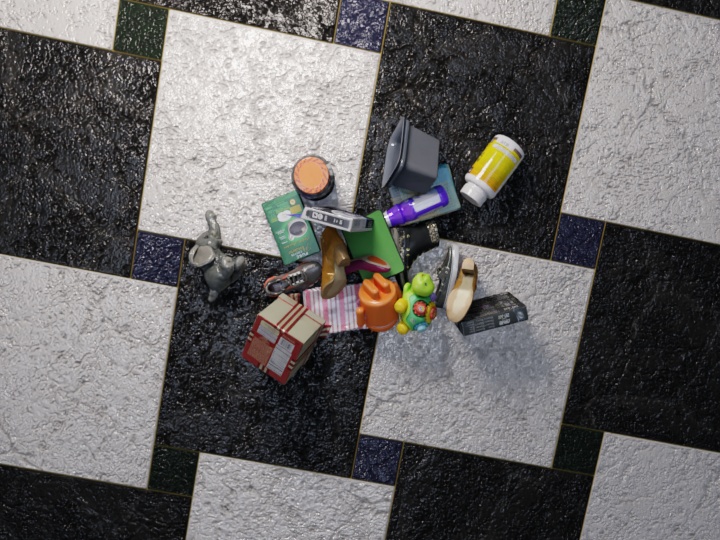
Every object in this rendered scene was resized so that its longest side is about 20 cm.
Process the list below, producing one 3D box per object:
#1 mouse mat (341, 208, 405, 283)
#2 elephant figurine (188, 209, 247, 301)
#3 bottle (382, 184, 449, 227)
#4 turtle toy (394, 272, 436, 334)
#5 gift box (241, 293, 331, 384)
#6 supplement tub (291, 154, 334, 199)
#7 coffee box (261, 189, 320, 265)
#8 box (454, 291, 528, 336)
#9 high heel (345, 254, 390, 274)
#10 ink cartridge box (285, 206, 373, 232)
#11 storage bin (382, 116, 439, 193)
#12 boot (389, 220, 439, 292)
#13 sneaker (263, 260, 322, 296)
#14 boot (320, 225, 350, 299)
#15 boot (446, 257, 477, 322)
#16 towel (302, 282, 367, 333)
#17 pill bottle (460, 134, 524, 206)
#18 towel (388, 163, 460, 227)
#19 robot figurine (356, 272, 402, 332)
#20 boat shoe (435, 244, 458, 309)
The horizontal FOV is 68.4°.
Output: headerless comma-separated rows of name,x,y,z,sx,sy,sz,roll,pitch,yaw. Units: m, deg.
mouse mat,0.037,-0.065,1.595,0.159,0.008,0.203,-23,91,33
elephant figurine,-0.446,-0.048,1.585,0.200,0.155,0.142,42,136,5
bottle,0.162,-0.188,1.578,0.197,0.084,0.066,-23,103,4
turtle toy,0.173,0.097,1.562,0.100,0.146,0.203,12,125,30
gift box,-0.208,0.186,1.551,0.183,0.187,0.201,35,115,5
supplement tub,-0.134,-0.265,1.522,0.120,0.200,0.125,0,95,-2
coffee box,-0.209,-0.130,1.611,0.121,0.044,0.203,-22,95,1
box,0.380,0.127,1.591,0.197,0.160,0.044,-14,104,-1
high heel,0.000,0.000,1.592,0.198,0.067,0.098,18,113,29
ink cartridge box,-0.082,-0.153,1.509,0.197,0.198,0.044,15,100,16
storage bin,0.149,-0.316,1.544,0.132,0.146,0.203,19,55,-13
boot,0.171,-0.045,1.616,0.151,0.073,0.207,-15,107,-11
sneaker,-0.201,0.033,1.607,0.198,0.082,0.078,-25,96,1
boot,-0.090,-0.027,1.576,0.070,0.145,0.203,-3,139,-28
boot,0.312,0.073,1.576,0.070,0.144,0.204,12,74,21
towel,-0.075,0.121,1.645,0.196,0.030,0.149,-6,96,-1
pill bottle,0.387,-0.293,1.579,0.109,0.109,0.201,37,93,-4
towel,0.194,-0.230,1.625,0.197,0.022,0.149,-17,94,2
robot figurine,0.057,0.102,1.582,0.115,0.145,0.202,7,137,16
boat shoe,0.261,0.019,1.627,0.056,0.069,0.204,8,97,-2
